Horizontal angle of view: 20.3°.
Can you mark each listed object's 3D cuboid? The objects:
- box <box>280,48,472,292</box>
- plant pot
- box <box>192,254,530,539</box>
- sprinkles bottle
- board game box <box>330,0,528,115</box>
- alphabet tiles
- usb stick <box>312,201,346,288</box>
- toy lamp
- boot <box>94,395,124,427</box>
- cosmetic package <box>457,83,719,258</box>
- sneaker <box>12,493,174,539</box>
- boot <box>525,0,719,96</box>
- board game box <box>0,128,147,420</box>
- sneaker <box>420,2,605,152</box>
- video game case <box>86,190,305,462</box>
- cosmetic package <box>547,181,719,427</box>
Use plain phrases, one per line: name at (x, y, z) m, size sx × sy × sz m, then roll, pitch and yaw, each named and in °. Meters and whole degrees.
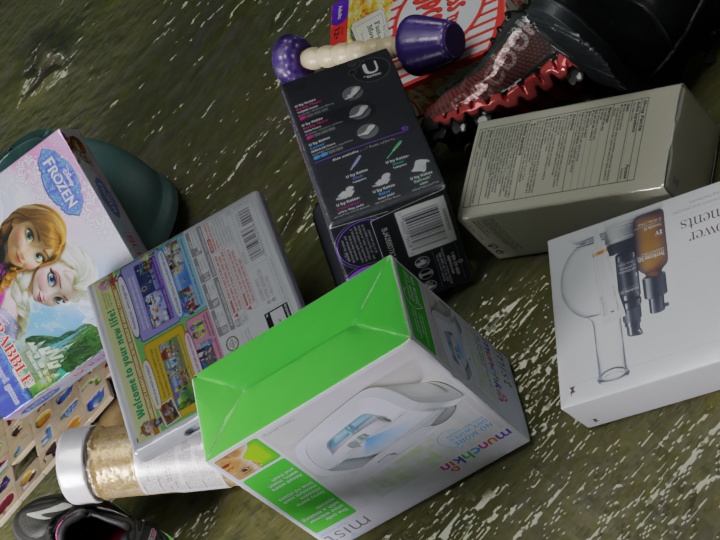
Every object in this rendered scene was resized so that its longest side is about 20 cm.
box at (0.013, -0.078, 1.744) m, size 0.106 × 0.122 × 0.200 m, roll -19°, pitch 45°, yaw -1°
plant pot at (-0.299, -0.055, 1.986) m, size 0.200 × 0.134 × 0.200 m, roll -30°, pitch 36°, yaw 25°
box at (0.000, 0.108, 1.593) m, size 0.200 × 0.176 × 0.097 m, roll -31°, pitch 44°, yaw 18°
sprinkles bottle at (-0.160, 0.160, 1.734) m, size 0.200 × 0.068 × 0.068 m, roll -7°, pitch 53°, yaw 16°
board game box at (0.064, -0.221, 1.888) m, size 0.200 × 0.046 × 0.152 m, roll -21°, pitch 48°, yaw 28°
alphabet tiles at (-0.290, 0.131, 1.913) m, size 0.200 × 0.008 × 0.167 m, roll -48°, pitch 26°, yaw 8°
usb stick at (0.000, 0.000, 1.785) m, size 0.055 × 0.033 × 0.200 m, roll -34°, pitch 43°, yaw 14°
toy lamp at (0.009, -0.201, 1.844) m, size 0.200 × 0.058 × 0.058 m, roll -3°, pitch 58°, yaw 42°
boot at (-0.137, 0.094, 1.813) m, size 0.200 × 0.066 × 0.175 m, roll -53°, pitch 29°, yaw -6°
cosmetic package at (0.187, -0.079, 1.654) m, size 0.200 × 0.071 × 0.105 m, roll -6°, pitch 57°, yaw 38°
sneaker at (-0.244, 0.230, 1.780) m, size 0.200 × 0.084 × 0.077 m, roll 6°, pitch 66°, yaw 43°
boot at (0.234, -0.229, 1.641) m, size 0.073 × 0.198 × 0.163 m, roll 31°, pitch 88°, yaw 46°
board game box at (-0.298, 0.004, 1.872) m, size 0.199 × 0.041 × 0.200 m, roll -35°, pitch 79°, yaw 18°
sneaker at (0.136, -0.176, 1.758) m, size 0.200 × 0.071 × 0.098 m, roll -26°, pitch 68°, yaw 21°
video game case at (-0.137, 0.046, 1.738) m, size 0.182 × 0.022 × 0.200 m, roll -29°, pitch 50°, yaw 8°
cosmetic package at (0.244, 0.021, 1.534) m, size 0.200 × 0.052 × 0.151 m, roll -20°, pitch 58°, yaw 29°
